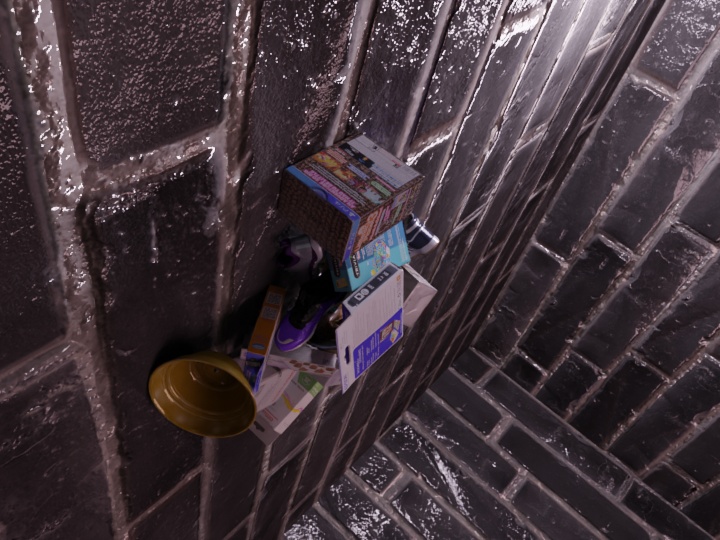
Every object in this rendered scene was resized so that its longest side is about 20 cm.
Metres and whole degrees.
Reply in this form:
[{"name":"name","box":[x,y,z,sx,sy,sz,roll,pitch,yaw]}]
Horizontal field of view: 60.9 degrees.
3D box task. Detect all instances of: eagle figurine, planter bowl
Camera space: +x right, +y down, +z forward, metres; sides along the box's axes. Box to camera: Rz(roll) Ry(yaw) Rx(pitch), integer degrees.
[{"name":"eagle figurine","box":[-0.070,0.137,1.359,0.152,0.200,0.151,-29,150,-43]},{"name":"planter bowl","box":[-0.276,0.208,1.123,0.084,0.200,0.201,-76,-173,-53]}]

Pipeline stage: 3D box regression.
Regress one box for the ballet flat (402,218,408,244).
[{"name":"ballet flat","box":[0.077,-0.076,1.335,0.068,0.068,0.201,-17,119,-66]}]

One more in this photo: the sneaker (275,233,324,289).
[{"name":"sneaker","box":[-0.127,-0.017,1.208,0.087,0.075,0.200,-9,152,-15]}]

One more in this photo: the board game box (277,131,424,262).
[{"name":"board game box","box":[-0.016,-0.135,1.076,0.200,0.159,0.097,-35,154,-38]}]

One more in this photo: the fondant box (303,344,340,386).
[{"name":"fondant box","box":[-0.090,0.224,1.553,0.058,0.144,0.200,-55,160,7]}]

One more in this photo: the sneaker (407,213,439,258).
[{"name":"sneaker","box":[0.127,-0.092,1.623,0.070,0.108,0.200,-49,-170,-15]}]

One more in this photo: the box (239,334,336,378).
[{"name":"box","box":[-0.151,0.180,1.286,0.042,0.199,0.039,-85,-170,-45]}]

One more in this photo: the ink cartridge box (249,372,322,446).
[{"name":"ink cartridge box","box":[-0.202,0.315,1.501,0.200,0.117,0.067,-48,159,-13]}]

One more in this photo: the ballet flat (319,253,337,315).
[{"name":"ballet flat","box":[-0.069,0.005,1.319,0.071,0.065,0.200,59,38,-44]}]

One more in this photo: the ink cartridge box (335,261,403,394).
[{"name":"ink cartridge box","box":[0.010,0.114,1.202,0.200,0.043,0.198,-40,145,-33]}]

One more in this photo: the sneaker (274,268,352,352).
[{"name":"sneaker","box":[-0.105,0.069,1.200,0.200,0.070,0.100,-47,157,-5]}]

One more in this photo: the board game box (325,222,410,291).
[{"name":"board game box","box":[0.012,-0.061,1.209,0.200,0.047,0.151,-25,106,-47]}]

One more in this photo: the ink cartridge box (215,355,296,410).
[{"name":"ink cartridge box","box":[-0.242,0.250,1.340,0.147,0.083,0.200,-56,161,26]}]

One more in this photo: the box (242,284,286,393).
[{"name":"box","box":[-0.192,0.139,1.196,0.200,0.041,0.119,-76,-176,-47]}]

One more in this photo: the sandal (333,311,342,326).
[{"name":"sandal","box":[-0.056,0.082,1.522,0.078,0.069,0.212,-94,-169,-64]}]

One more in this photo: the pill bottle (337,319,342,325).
[{"name":"pill bottle","box":[0.026,0.104,1.644,0.200,0.116,0.116,-50,160,-5]}]

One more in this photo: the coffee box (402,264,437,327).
[{"name":"coffee box","box":[0.078,0.030,1.490,0.080,0.200,0.114,24,106,-44]}]
